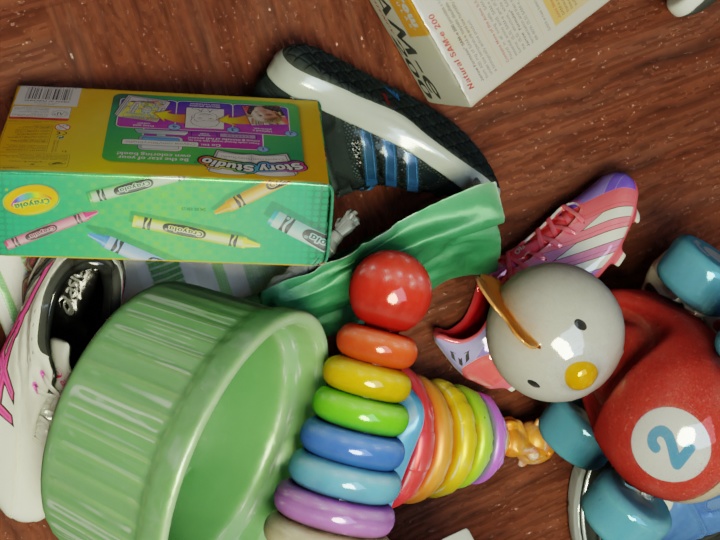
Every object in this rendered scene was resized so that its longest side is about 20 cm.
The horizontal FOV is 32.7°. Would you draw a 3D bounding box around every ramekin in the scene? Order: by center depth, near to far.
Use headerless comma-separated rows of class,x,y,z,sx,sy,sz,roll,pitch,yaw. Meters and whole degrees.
ramekin,-0.108,0.104,0.764,0.097,0.200,0.201,20,93,19

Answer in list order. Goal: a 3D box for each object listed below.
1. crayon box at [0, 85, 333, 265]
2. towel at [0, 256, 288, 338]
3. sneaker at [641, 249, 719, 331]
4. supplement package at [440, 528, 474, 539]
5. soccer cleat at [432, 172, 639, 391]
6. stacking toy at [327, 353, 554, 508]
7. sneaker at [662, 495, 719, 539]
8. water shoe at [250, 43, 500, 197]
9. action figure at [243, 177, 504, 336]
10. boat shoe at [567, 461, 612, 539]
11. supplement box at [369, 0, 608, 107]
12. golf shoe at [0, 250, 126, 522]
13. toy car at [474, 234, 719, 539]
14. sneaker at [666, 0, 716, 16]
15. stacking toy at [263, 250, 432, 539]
crayon box,-0.120,-0.060,0.755,0.198,0.119,0.059,2,122,-7
towel,-0.149,0.003,0.837,0.199,0.023,0.153,-24,107,-16
sneaker,0.309,0.055,0.942,0.083,0.081,0.200,-29,77,-38
supplement package,0.036,0.280,0.855,0.117,0.200,0.117,-22,66,-17
soccer cleat,0.136,-0.001,0.931,0.076,0.067,0.200,37,88,-19
stacking toy,0.070,0.124,0.915,0.199,0.110,0.117,6,113,-34
sneaker,0.280,0.130,0.906,0.111,0.077,0.201,24,112,-21
water shoe,0.008,-0.087,0.871,0.199,0.072,0.079,28,117,-25
action figure,0.000,0.000,0.849,0.199,0.055,0.118,-22,146,-7
boat shoe,0.225,0.149,0.988,0.072,0.071,0.201,14,94,-23
supplement box,0.107,-0.225,0.869,0.200,0.073,0.126,-37,111,-12
golf shoe,-0.196,0.068,0.768,0.072,0.092,0.201,10,99,-20
toy car,0.157,0.062,0.833,0.199,0.177,0.185,23,114,-26
sneaker,0.329,-0.241,0.956,0.200,0.071,0.099,-44,107,-13
stacking toy,0.000,0.085,0.787,0.085,0.085,0.201,13,90,-23
